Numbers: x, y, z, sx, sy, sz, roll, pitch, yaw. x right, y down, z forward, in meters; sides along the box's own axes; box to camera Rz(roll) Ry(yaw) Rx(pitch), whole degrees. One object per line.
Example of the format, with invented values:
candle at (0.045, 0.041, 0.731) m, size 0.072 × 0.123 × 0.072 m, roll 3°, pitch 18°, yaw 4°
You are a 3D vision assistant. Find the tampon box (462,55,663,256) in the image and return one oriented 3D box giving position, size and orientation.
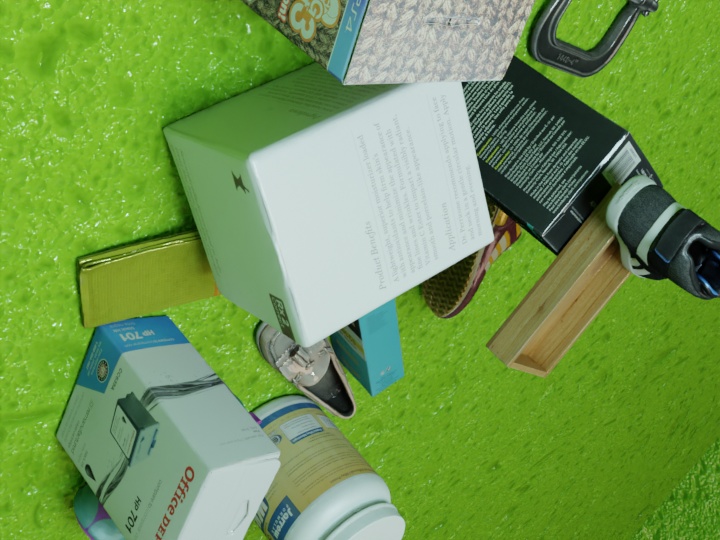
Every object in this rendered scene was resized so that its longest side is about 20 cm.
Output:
tampon box at (0.178, -0.116, 1.011) m, size 0.126 × 0.200 × 0.150 m, roll -50°, pitch 148°, yaw 7°

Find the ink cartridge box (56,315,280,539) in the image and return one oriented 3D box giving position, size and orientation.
ink cartridge box at (-0.181, 0.160, 0.912) m, size 0.086 × 0.200 × 0.147 m, roll -2°, pitch 127°, yaw -46°

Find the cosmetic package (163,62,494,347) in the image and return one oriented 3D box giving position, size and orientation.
cosmetic package at (-0.025, -0.071, 0.830) m, size 0.200 × 0.165 × 0.165 m, roll -27°, pitch 119°, yaw -24°

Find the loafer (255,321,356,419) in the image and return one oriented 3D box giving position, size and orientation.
loafer at (-0.051, 0.110, 1.124) m, size 0.072 × 0.063 × 0.200 m, roll -42°, pitch 146°, yaw -5°

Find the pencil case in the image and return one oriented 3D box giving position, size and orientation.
pencil case at (-0.203, 0.202, 1.038) m, size 0.200 × 0.085 × 0.092 m, roll -43°, pitch 130°, yaw -4°

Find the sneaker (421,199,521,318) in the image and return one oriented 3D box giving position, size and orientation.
sneaker at (0.145, -0.026, 1.185) m, size 0.090 × 0.075 × 0.200 m, roll -6°, pitch 131°, yaw -40°

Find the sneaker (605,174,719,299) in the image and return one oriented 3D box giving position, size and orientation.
sneaker at (0.297, -0.007, 0.909) m, size 0.073 × 0.112 × 0.200 m, roll -50°, pitch 147°, yaw 8°

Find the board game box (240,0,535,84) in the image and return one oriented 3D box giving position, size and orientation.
board game box at (0.003, -0.224, 0.708) m, size 0.159 × 0.200 × 0.097 m, roll -10°, pitch 133°, yaw -40°

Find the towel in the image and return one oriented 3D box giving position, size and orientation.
towel at (-0.157, 0.001, 0.908) m, size 0.200 × 0.018 × 0.086 m, roll -14°, pitch 136°, yaw -24°

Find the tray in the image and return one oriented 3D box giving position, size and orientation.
tray at (0.215, 0.014, 0.976) m, size 0.200 × 0.037 × 0.099 m, roll -54°, pitch 147°, yaw 11°

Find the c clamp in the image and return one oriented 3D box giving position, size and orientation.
c clamp at (0.268, -0.291, 1.088) m, size 0.200 × 0.027 × 0.171 m, roll -5°, pitch 134°, yaw -47°

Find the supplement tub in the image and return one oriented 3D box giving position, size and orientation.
supplement tub at (-0.056, 0.258, 1.151) m, size 0.144 × 0.200 × 0.145 m, roll -28°, pitch 142°, yaw -24°

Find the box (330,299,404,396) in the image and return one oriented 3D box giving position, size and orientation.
box at (0.000, 0.051, 1.100) m, size 0.049 × 0.082 × 0.200 m, roll -33°, pitch 144°, yaw -18°
